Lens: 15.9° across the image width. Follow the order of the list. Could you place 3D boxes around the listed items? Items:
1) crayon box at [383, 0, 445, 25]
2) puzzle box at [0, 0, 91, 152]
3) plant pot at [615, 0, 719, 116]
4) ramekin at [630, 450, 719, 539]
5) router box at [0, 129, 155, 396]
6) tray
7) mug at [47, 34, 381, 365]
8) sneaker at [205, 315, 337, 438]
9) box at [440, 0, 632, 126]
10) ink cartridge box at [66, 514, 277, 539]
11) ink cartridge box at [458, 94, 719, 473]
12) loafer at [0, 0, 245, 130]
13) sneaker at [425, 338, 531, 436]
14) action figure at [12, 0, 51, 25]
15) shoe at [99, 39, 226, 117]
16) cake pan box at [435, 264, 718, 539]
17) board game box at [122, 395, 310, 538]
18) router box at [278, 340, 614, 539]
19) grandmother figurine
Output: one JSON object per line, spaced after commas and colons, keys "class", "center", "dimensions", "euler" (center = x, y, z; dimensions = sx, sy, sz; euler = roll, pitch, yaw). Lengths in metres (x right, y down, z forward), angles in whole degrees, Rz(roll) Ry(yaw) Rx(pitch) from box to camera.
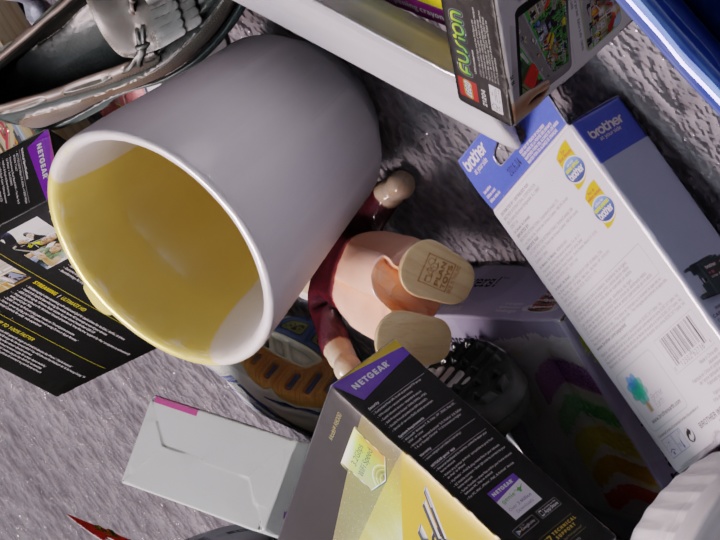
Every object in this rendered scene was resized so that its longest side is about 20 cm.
{"class": "crayon box", "center": [-0.001, -0.213, 1.210], "dimensions": [0.200, 0.058, 0.173], "euler": [27, 146, 39]}
{"class": "puzzle box", "center": [-0.208, -0.088, 1.672], "dimensions": [0.200, 0.025, 0.133], "euler": [57, 159, 26]}
{"class": "plant pot", "center": [0.211, -0.137, 0.846], "dimensions": [0.200, 0.180, 0.200], "euler": [48, 155, 0]}
{"class": "ramekin", "center": [0.215, 0.173, 1.267], "dimensions": [0.202, 0.202, 0.094], "euler": [55, 164, -14]}
{"class": "router box", "center": [-0.188, 0.001, 1.579], "dimensions": [0.200, 0.149, 0.051], "euler": [35, -144, -53]}
{"class": "tray", "center": [-0.010, -0.126, 1.274], "dimensions": [0.200, 0.022, 0.107], "euler": [30, 174, 22]}
{"class": "mug", "center": [-0.080, -0.054, 1.422], "dimensions": [0.187, 0.153, 0.149], "euler": [6, 128, 39]}
{"class": "sneaker", "center": [-0.079, 0.053, 1.686], "dimensions": [0.200, 0.075, 0.088], "euler": [37, 159, 30]}
{"class": "box", "center": [0.076, -0.169, 1.093], "dimensions": [0.035, 0.110, 0.200], "euler": [30, 148, 34]}
{"class": "ink cartridge box", "center": [-0.076, 0.183, 1.665], "dimensions": [0.200, 0.047, 0.160], "euler": [23, 176, -19]}
{"class": "ink cartridge box", "center": [0.135, -0.004, 1.290], "dimensions": [0.200, 0.042, 0.119], "euler": [53, 155, 8]}
{"class": "loafer", "center": [-0.140, -0.131, 1.436], "dimensions": [0.200, 0.063, 0.072], "euler": [-31, 77, 35]}
{"class": "sneaker", "center": [0.055, 0.093, 1.437], "dimensions": [0.091, 0.066, 0.200], "euler": [47, 156, -12]}
{"class": "action figure", "center": [-0.207, -0.203, 1.431], "dimensions": [0.200, 0.149, 0.134], "euler": [-21, 88, 34]}
{"class": "shoe", "center": [-0.117, -0.094, 1.551], "dimensions": [0.091, 0.071, 0.200], "euler": [25, 141, 42]}
{"class": "cake pan box", "center": [0.111, 0.082, 1.460], "dimensions": [0.200, 0.052, 0.184], "euler": [3, 127, 57]}
{"class": "board game box", "center": [-0.025, 0.144, 1.624], "dimensions": [0.200, 0.064, 0.148], "euler": [24, 174, -41]}
{"class": "router box", "center": [0.036, 0.156, 1.368], "dimensions": [0.157, 0.052, 0.200], "euler": [41, 143, 19]}
{"class": "grandmother figurine", "center": [0.000, 0.000, 1.457], "dimensions": [0.061, 0.121, 0.200], "euler": [29, 175, -22]}
